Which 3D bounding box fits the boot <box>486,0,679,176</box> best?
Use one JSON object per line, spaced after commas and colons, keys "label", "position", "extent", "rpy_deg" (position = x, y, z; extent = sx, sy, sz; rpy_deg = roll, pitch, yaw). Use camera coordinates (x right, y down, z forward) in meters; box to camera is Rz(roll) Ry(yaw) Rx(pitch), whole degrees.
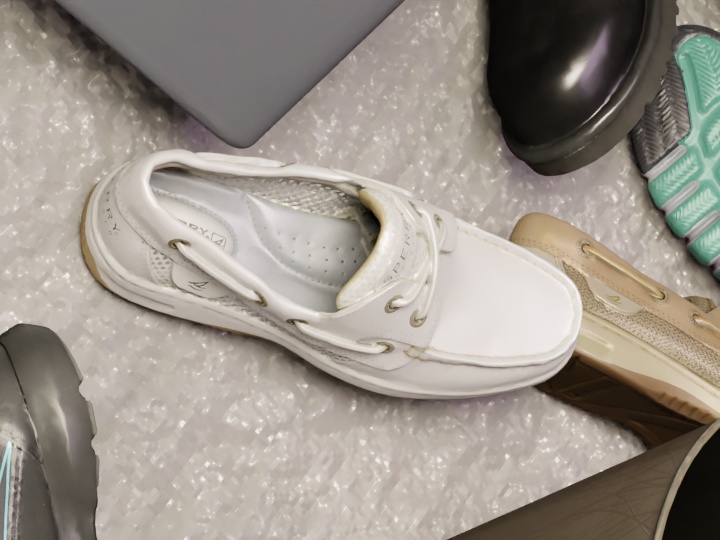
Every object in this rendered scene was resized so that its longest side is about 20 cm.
{"label": "boot", "position": [0.050, -0.156, 1.028], "extent": [0.158, 0.079, 0.211], "rpy_deg": [31, 52, -34]}

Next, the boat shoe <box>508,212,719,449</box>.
{"label": "boat shoe", "position": [0.140, 0.040, 1.056], "extent": [0.200, 0.071, 0.065], "rpy_deg": [29, 65, -26]}

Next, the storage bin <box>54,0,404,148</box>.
{"label": "storage bin", "position": [-0.064, -0.150, 0.917], "extent": [0.200, 0.146, 0.134], "rpy_deg": [41, 96, -23]}

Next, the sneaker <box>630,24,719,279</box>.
{"label": "sneaker", "position": [0.180, -0.013, 1.115], "extent": [0.074, 0.088, 0.200], "rpy_deg": [-32, 80, 2]}

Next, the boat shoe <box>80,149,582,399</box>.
{"label": "boat shoe", "position": [0.000, 0.000, 0.940], "extent": [0.200, 0.069, 0.071], "rpy_deg": [12, 71, -20]}

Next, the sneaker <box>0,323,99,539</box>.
{"label": "sneaker", "position": [-0.120, 0.121, 0.860], "extent": [0.079, 0.075, 0.200], "rpy_deg": [-10, 79, -23]}

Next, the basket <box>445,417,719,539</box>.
{"label": "basket", "position": [0.086, 0.148, 0.911], "extent": [0.136, 0.200, 0.181], "rpy_deg": [5, 77, -36]}
